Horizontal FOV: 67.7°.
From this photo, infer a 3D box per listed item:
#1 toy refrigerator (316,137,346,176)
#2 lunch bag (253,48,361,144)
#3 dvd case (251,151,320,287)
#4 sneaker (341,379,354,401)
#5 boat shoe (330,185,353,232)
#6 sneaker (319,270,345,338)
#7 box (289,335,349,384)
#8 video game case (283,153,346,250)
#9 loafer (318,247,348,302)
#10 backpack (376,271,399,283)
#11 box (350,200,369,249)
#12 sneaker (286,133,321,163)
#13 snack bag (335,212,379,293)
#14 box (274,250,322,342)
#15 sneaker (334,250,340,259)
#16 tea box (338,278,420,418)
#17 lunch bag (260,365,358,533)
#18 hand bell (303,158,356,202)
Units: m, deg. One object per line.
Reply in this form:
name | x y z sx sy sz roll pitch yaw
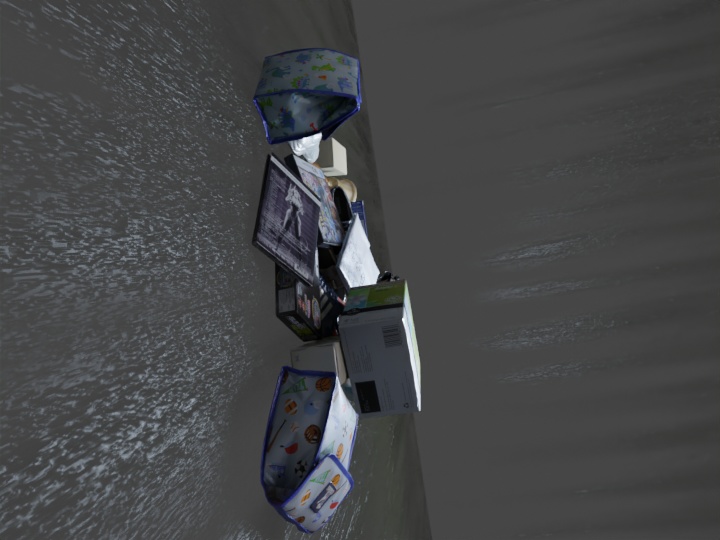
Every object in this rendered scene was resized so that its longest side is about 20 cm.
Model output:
toy refrigerator | -0.088 -0.311 1.487 0.200 0.067 0.079 -31 118 -80
lunch bag | -0.094 -0.348 1.050 0.129 0.193 0.174 71 13 -46
dvd case | -0.128 -0.092 0.964 0.148 0.016 0.206 41 41 -42
sneaker | -0.014 0.296 1.374 0.199 0.071 0.085 21 77 -69
boat shoe | -0.041 -0.110 1.349 0.068 0.069 0.208 176 -95 -77
sneaker | -0.070 0.063 1.180 0.075 0.081 0.207 -69 149 -73
box | -0.067 0.178 1.064 0.200 0.092 0.081 7 74 -79
video game case | -0.092 -0.147 1.203 0.206 0.025 0.180 69 15 7
loafer | -0.081 -0.015 1.222 0.063 0.070 0.206 19 52 -79
backpack | 0.036 0.125 1.450 0.156 0.199 0.190 53 18 8
box | -0.037 -0.071 1.404 0.032 0.117 0.208 95 -12 -83
sneaker | -0.113 -0.296 1.209 0.071 0.080 0.200 51 8 -1
snack bag | 0.000 0.000 1.277 0.192 0.021 0.203 -73 150 -45
box | -0.119 0.014 1.034 0.161 0.043 0.207 61 22 -63
sneaker | -0.079 -0.028 1.328 0.116 0.073 0.208 111 -29 -74
tea box | 0.046 0.154 1.097 0.198 0.129 0.207 -76 156 -68
lunch bag | -0.076 0.282 0.832 0.172 0.119 0.205 70 28 -51
hand bell | -0.093 -0.231 1.387 0.199 0.101 0.108 37 43 -61
